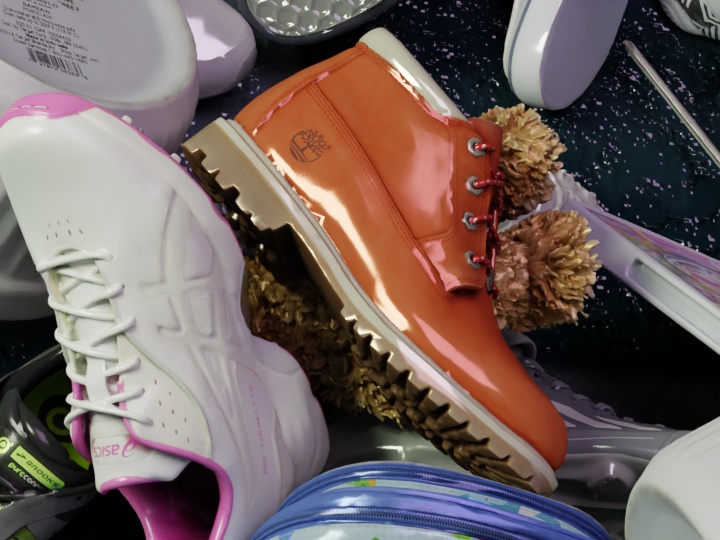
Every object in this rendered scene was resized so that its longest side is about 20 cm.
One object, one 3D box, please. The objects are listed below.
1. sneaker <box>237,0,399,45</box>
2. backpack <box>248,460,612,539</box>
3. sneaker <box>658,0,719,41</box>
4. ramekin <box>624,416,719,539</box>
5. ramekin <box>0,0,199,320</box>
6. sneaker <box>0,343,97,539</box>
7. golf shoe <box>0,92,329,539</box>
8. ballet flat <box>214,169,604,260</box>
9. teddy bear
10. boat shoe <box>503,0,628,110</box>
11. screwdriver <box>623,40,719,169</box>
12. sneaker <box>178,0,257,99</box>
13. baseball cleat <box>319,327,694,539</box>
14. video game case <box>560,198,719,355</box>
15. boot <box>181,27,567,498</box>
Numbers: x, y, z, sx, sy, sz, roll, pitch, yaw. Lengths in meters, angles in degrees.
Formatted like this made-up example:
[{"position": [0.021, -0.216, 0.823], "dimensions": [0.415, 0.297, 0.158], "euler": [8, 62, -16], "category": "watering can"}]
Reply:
[{"position": [0.018, -0.186, 1.158], "dimensions": [0.077, 0.146, 0.202], "euler": [44, 89, -4], "category": "sneaker"}, {"position": [0.023, 0.155, 0.844], "dimensions": [0.183, 0.200, 0.147], "euler": [15, 53, -8], "category": "backpack"}, {"position": [0.219, -0.146, 1.177], "dimensions": [0.075, 0.115, 0.200], "euler": [-13, 62, -27], "category": "sneaker"}, {"position": [0.166, 0.133, 0.820], "dimensions": [0.094, 0.202, 0.203], "euler": [-17, 62, -10], "category": "ramekin"}, {"position": [-0.160, -0.087, 0.964], "dimensions": [0.200, 0.105, 0.200], "euler": [31, 30, -20], "category": "ramekin"}, {"position": [-0.148, 0.089, 0.905], "dimensions": [0.071, 0.083, 0.200], "euler": [37, 54, 3], "category": "sneaker"}, {"position": [-0.082, 0.027, 0.876], "dimensions": [0.200, 0.075, 0.092], "euler": [59, 41, -24], "category": "golf shoe"}, {"position": [0.029, -0.031, 1.063], "dimensions": [0.200, 0.072, 0.072], "euler": [0, 56, -19], "category": "ballet flat"}, {"position": [0.000, 0.000, 0.969], "dimensions": [0.200, 0.067, 0.145], "euler": [-5, 79, 11], "category": "teddy bear"}, {"position": [0.102, -0.164, 1.188], "dimensions": [0.065, 0.074, 0.200], "euler": [7, 54, 25], "category": "boat shoe"}, {"position": [0.191, -0.038, 1.149], "dimensions": [0.029, 0.028, 0.200], "euler": [3, 48, -55], "category": "screwdriver"}, {"position": [-0.137, -0.145, 1.077], "dimensions": [0.200, 0.080, 0.070], "euler": [27, 50, -1], "category": "sneaker"}, {"position": [0.083, 0.062, 0.984], "dimensions": [0.200, 0.070, 0.107], "euler": [5, 50, 8], "category": "baseball cleat"}, {"position": [0.188, 0.037, 1.005], "dimensions": [0.143, 0.018, 0.200], "euler": [20, 15, -43], "category": "video game case"}, {"position": [0.031, -0.006, 0.906], "dimensions": [0.107, 0.075, 0.200], "euler": [-36, 74, -10], "category": "boot"}]
